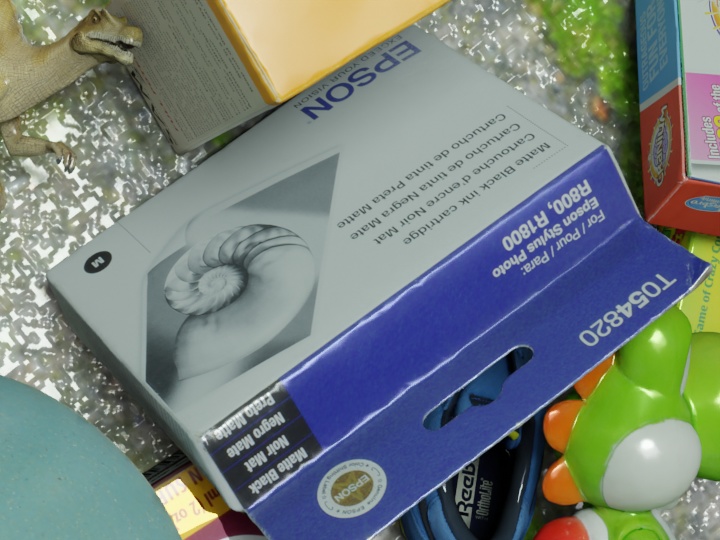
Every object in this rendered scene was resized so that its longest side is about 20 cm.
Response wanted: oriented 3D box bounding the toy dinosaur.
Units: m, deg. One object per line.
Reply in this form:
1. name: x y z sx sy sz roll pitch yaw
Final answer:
1. toy dinosaur: -0.180 -0.075 0.811 0.199 0.058 0.102 7 84 12

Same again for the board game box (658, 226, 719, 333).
1. board game box: 0.229 0.024 0.898 0.199 0.048 0.102 15 83 -12

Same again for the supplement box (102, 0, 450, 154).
1. supplement box: -0.021 -0.115 0.773 0.126 0.200 0.074 -33 97 -14

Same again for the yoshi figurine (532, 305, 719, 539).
1. yoshi figurine: 0.127 0.108 0.820 0.112 0.112 0.201 11 104 23

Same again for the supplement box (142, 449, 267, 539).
1. supplement box: -0.035 0.168 0.806 0.110 0.086 0.201 -32 93 -14

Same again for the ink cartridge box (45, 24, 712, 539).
1. ink cartridge box: 0.000 0.000 0.780 0.199 0.200 0.041 -36 132 -14

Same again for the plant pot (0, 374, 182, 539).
1. plant pot: -0.171 0.149 0.704 0.199 0.135 0.201 5 105 18

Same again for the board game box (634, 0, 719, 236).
1. board game box: 0.220 -0.078 0.877 0.199 0.040 0.154 10 60 -14

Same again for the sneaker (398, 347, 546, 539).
1. sneaker: 0.054 0.030 0.843 0.066 0.078 0.201 5 83 -11
